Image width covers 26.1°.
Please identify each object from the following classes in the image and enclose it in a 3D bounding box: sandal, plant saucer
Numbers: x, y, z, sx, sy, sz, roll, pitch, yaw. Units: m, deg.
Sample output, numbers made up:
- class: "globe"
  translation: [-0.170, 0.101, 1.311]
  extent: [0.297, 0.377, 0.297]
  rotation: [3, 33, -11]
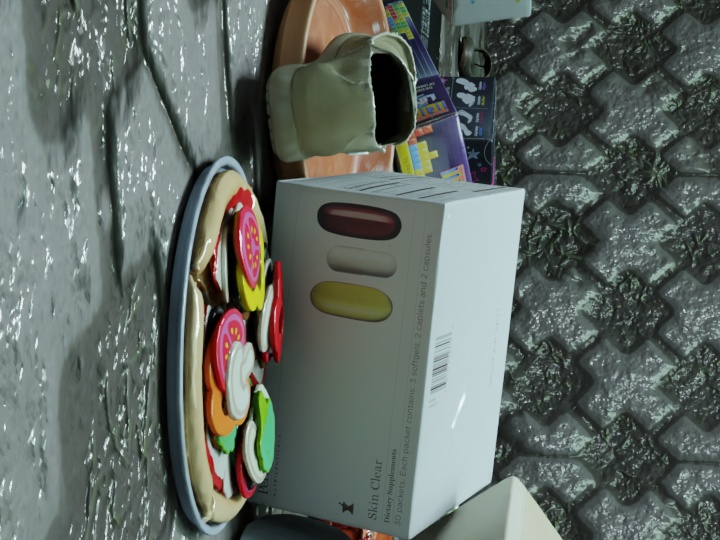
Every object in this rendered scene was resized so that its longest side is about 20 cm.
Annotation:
- class: "sandal"
  translation: [0.210, -0.377, 2.806]
  extent: [0.200, 0.054, 0.082]
  rotation: [50, 43, -79]
- class: "plant saucer"
  translation: [-0.019, -0.109, 1.046]
  extent: [0.200, 0.032, 0.201]
  rotation: [1, 90, -72]

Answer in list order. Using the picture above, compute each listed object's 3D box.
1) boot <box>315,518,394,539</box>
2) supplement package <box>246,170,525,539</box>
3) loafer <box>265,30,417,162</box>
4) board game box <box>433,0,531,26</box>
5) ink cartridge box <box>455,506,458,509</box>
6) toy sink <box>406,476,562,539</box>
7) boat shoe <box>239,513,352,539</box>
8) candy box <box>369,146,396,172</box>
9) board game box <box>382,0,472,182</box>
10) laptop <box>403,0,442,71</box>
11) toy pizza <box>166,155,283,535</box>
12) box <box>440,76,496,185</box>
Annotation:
- class: "boot"
  translation: [-0.003, 0.180, 1.210]
  extent: [0.107, 0.075, 0.200]
  rotation: [-71, 163, -52]
- class: "supplement package"
  translation: [0.018, 0.044, 0.977]
  extent: [0.156, 0.111, 0.201]
  rotation: [-13, 110, -66]
- class: "loafer"
  translation: [0.004, -0.104, 0.959]
  extent: [0.200, 0.068, 0.076]
  rotation: [-43, 132, -65]
- class: "board game box"
  translation: [0.070, -0.289, 1.157]
  extent: [0.200, 0.064, 0.148]
  rotation: [-111, -164, -56]
- class: "ink cartridge box"
  translation: [0.038, 0.118, 1.355]
  extent: [0.145, 0.048, 0.201]
  rotation: [152, -53, -61]
- class: "toy sink"
  translation: [0.040, 0.237, 0.932]
  extent: [0.112, 0.200, 0.130]
  rotation: [55, 13, -5]
- class: "boat shoe"
  translation: [-0.048, 0.200, 0.891]
  extent: [0.200, 0.070, 0.066]
  rotation: [-68, 175, -78]
- class: "candy box"
  translation: [0.000, 0.000, 1.213]
  extent: [0.200, 0.061, 0.137]
  rotation: [74, 18, -65]
- class: "board game box"
  translation: [0.045, -0.102, 1.269]
  extent: [0.200, 0.057, 0.166]
  rotation: [74, -5, -49]
- class: "laptop"
  translation: [0.015, -0.226, 1.487]
  extent: [0.200, 0.116, 0.188]
  rotation: [30, 57, -49]
- class: "toy pizza"
  translation: [-0.065, 0.040, 0.826]
  extent: [0.200, 0.032, 0.201]
  rotation: [2, 90, -83]
- class: "box"
  translation: [0.088, -0.094, 1.683]
  extent: [0.132, 0.114, 0.200]
  rotation: [-81, 171, -52]
